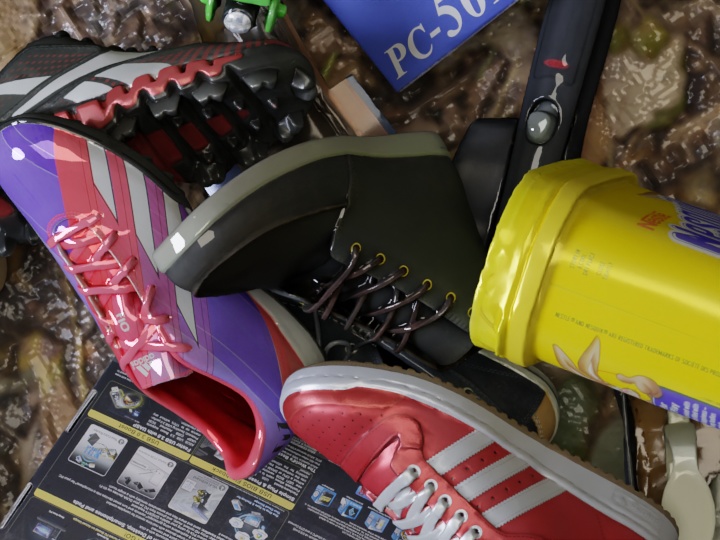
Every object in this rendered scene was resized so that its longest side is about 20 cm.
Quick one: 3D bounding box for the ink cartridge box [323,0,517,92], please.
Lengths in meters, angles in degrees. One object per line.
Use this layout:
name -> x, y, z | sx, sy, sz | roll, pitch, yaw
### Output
ink cartridge box -> 0.066, -0.182, 1.140 | 0.200, 0.044, 0.094 | -37, 97, 30

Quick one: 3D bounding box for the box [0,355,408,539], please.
box -> -0.063, 0.138, 1.117 | 0.200, 0.049, 0.161 | 24, 56, 12

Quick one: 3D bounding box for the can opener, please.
can opener -> 0.097, -0.093, 1.171 | 0.078, 0.063, 0.200 | 18, 87, 8

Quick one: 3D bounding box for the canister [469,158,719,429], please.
canister -> 0.166, 0.024, 1.047 | 0.200, 0.148, 0.087 | 21, 102, 16

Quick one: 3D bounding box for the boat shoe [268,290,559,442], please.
boat shoe -> 0.000, 0.049, 1.158 | 0.200, 0.062, 0.075 | 24, 131, 5

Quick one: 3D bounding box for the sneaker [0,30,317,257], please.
sneaker -> -0.117, -0.080, 1.143 | 0.200, 0.071, 0.098 | -18, 48, 13

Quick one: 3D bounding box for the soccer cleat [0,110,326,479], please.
soccer cleat -> -0.098, 0.011, 1.084 | 0.200, 0.068, 0.073 | 46, 46, -19

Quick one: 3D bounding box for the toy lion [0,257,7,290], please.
toy lion -> -0.291, 0.061, 1.203 | 0.191, 0.069, 0.200 | 8, 85, 14

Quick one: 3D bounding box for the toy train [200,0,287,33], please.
toy train -> -0.043, -0.194, 1.150 | 0.042, 0.056, 0.200 | 10, 47, -1

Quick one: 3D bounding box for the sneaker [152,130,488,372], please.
sneaker -> 0.000, 0.000, 1.071 | 0.075, 0.200, 0.106 | -41, 75, 38

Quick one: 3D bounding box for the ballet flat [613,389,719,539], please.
ballet flat -> 0.156, 0.074, 1.146 | 0.073, 0.073, 0.201 | -2, 84, 6

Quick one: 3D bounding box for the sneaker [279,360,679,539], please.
sneaker -> 0.044, 0.124, 1.065 | 0.200, 0.071, 0.113 | 26, 56, -7

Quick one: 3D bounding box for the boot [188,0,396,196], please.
boot -> -0.071, -0.099, 1.184 | 0.097, 0.075, 0.200 | -40, 84, -2
